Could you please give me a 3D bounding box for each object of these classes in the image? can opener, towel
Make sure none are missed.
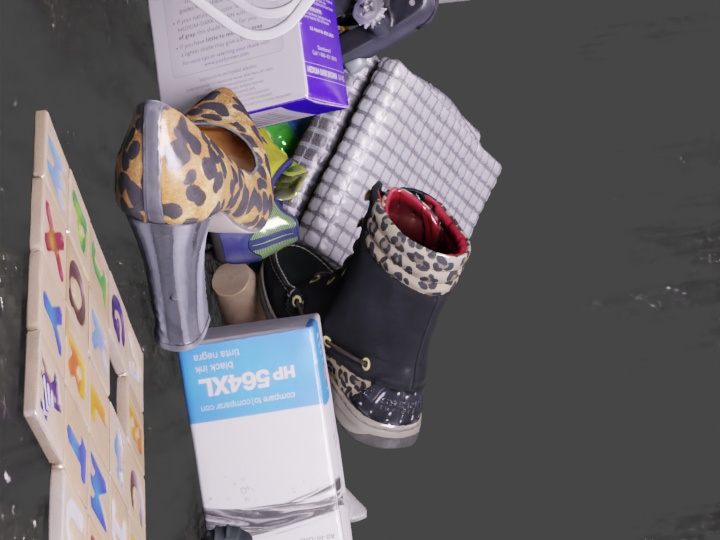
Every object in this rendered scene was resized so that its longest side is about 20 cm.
[{"bbox_3d":[-0.036,-0.148,0.933,0.064,0.199,0.079,66,14,14],"label":"can opener"},{"bbox_3d":[0.019,-0.068,1.129,0.200,0.085,0.167,33,81,-55],"label":"towel"}]

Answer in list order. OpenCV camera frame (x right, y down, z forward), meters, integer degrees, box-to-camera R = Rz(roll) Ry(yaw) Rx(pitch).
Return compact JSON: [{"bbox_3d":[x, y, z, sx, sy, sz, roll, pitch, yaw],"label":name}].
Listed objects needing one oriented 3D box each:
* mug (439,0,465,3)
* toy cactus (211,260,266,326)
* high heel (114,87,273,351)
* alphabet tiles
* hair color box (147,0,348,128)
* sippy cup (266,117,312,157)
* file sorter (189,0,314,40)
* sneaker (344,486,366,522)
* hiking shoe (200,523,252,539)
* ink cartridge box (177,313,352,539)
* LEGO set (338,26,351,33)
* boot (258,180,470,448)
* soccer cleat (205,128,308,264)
[{"bbox_3d":[-0.005,-0.244,1.009,0.187,0.152,0.151,84,-9,-65],"label":"mug"},{"bbox_3d":[-0.066,0.050,1.081,0.165,0.101,0.202,64,24,-56],"label":"toy cactus"},{"bbox_3d":[-0.085,-0.076,0.740,0.201,0.071,0.144,-85,176,-46],"label":"high heel"},{"bbox_3d":[-0.101,0.069,0.527,0.168,0.007,0.202,82,0,-53],"label":"alphabet tiles"},{"bbox_3d":[-0.079,-0.193,0.888,0.065,0.108,0.202,-3,84,-64],"label":"hair color box"},{"bbox_3d":[-0.038,-0.124,1.189,0.140,0.130,0.178,48,-21,21],"label":"sippy cup"},{"bbox_3d":[-0.050,-0.204,0.646,0.124,0.139,0.200,35,15,-14],"label":"file sorter"},{"bbox_3d":[-0.044,0.153,0.998,0.076,0.091,0.202,87,-5,-87],"label":"sneaker"},{"bbox_3d":[-0.038,0.221,0.702,0.074,0.086,0.202,-96,178,-80],"label":"hiking shoe"},{"bbox_3d":[-0.051,0.134,0.848,0.146,0.083,0.202,-155,-123,-89],"label":"ink cartridge box"},{"bbox_3d":[-0.060,-0.190,1.411,0.116,0.153,0.201,60,7,-37],"label":"LEGO set"},{"bbox_3d":[0.002,0.000,0.939,0.204,0.073,0.155,54,-44,45],"label":"boot"},{"bbox_3d":[-0.079,-0.074,1.026,0.201,0.083,0.065,-98,179,-52],"label":"soccer cleat"}]
